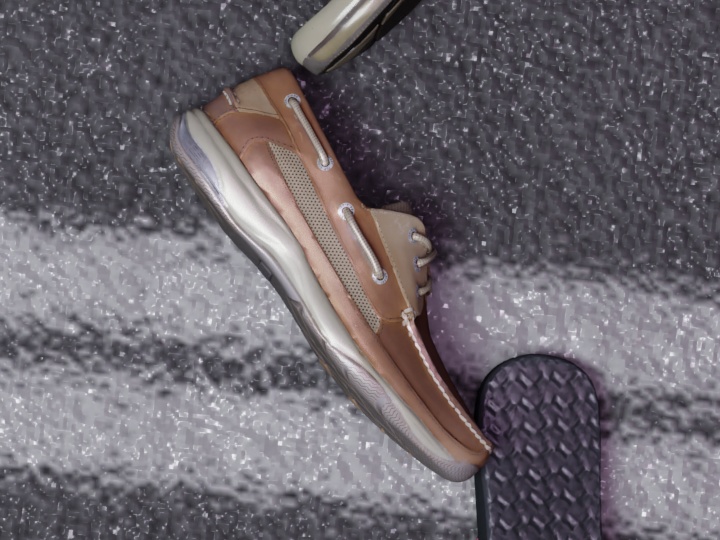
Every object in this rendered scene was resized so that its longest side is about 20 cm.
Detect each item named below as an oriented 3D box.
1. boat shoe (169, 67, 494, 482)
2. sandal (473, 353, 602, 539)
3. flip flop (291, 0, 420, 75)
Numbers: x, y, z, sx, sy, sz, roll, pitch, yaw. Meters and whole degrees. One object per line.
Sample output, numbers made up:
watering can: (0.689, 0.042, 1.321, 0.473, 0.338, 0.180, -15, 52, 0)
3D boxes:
boat shoe: (0.000, 0.000, 1.285, 0.072, 0.076, 0.200, -37, 94, -7)
sandal: (0.076, 0.138, 1.320, 0.075, 0.045, 0.201, 5, 79, -9)
flip flop: (0.035, -0.169, 1.282, 0.058, 0.081, 0.200, 45, 96, 9)
